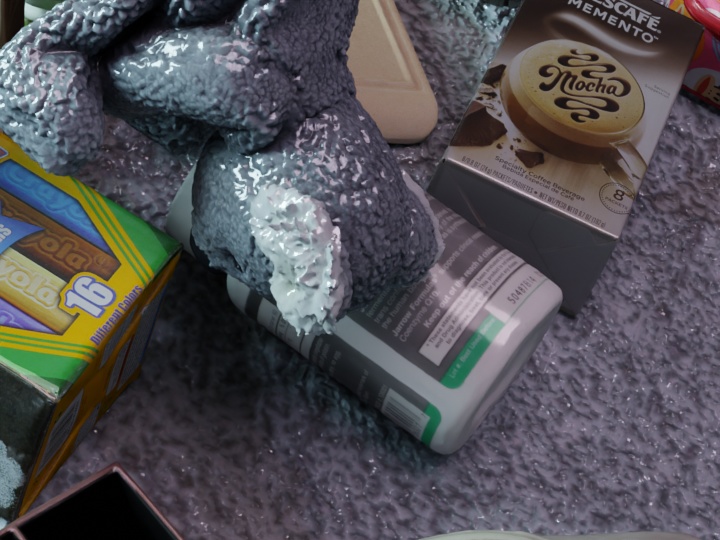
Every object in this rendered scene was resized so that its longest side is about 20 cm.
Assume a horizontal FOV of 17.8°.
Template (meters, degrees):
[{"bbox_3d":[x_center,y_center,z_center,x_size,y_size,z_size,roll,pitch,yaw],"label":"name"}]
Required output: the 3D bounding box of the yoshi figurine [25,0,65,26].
[{"bbox_3d":[-0.180,-0.145,1.258,0.112,0.200,0.112,-19,67,-18],"label":"yoshi figurine"}]

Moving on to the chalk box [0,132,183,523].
[{"bbox_3d":[-0.214,0.007,1.169,0.200,0.125,0.124,33,50,6],"label":"chalk box"}]

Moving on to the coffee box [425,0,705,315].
[{"bbox_3d":[0.121,-0.086,1.387,0.113,0.080,0.200,25,50,2],"label":"coffee box"}]

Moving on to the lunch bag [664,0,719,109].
[{"bbox_3d":[0.300,-0.170,1.522,0.176,0.082,0.200,31,51,1],"label":"lunch bag"}]

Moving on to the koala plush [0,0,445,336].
[{"bbox_3d":[-0.043,-0.063,1.120,0.200,0.184,0.177,58,21,6],"label":"koala plush"}]

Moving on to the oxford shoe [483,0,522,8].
[{"bbox_3d":[0.033,-0.245,1.477,0.200,0.073,0.084,39,16,-17],"label":"oxford shoe"}]

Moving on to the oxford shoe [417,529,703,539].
[{"bbox_3d":[0.105,0.168,1.204,0.200,0.075,0.058,0,12,-10],"label":"oxford shoe"}]

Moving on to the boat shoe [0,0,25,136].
[{"bbox_3d":[-0.212,-0.100,1.210,0.065,0.200,0.072,6,41,-1],"label":"boat shoe"}]

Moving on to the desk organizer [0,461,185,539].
[{"bbox_3d":[-0.176,0.176,1.080,0.200,0.077,0.072,-30,67,-35],"label":"desk organizer"}]

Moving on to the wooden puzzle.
[{"bbox_3d":[-0.059,-0.164,1.404,0.185,0.037,0.200,2,56,-32],"label":"wooden puzzle"}]

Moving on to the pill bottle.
[{"bbox_3d":[0.000,0.000,1.257,0.200,0.113,0.113,36,50,9],"label":"pill bottle"}]
